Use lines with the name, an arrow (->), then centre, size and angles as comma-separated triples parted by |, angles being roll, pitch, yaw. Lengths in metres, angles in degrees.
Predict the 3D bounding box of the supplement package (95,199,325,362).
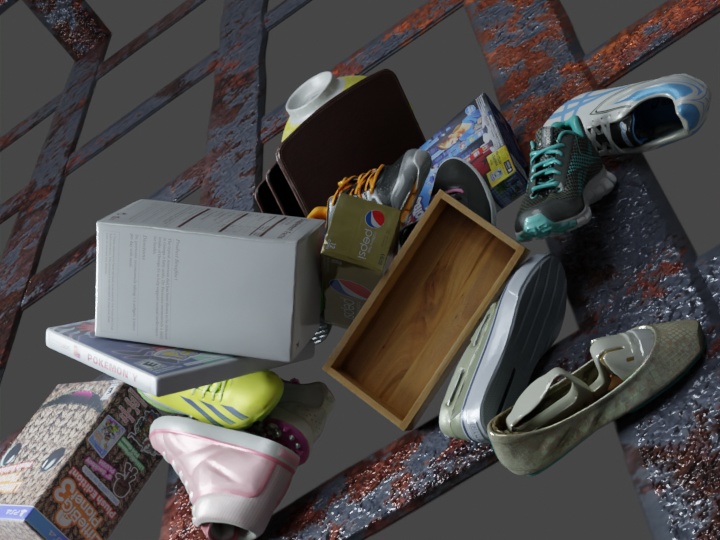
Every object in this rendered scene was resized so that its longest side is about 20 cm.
supplement package -> -0.143, 0.006, 1.300 | 0.198, 0.118, 0.117 | 7, 14, 10

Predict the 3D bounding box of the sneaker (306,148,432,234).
sneaker -> 0.007, -0.069, 1.397 | 0.200, 0.077, 0.079 | -46, 12, 48

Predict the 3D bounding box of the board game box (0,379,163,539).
board game box -> -0.331, 0.232, 1.521 | 0.159, 0.097, 0.201 | -10, 38, 46

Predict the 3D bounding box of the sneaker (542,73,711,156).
sneaker -> 0.258, -0.147, 1.362 | 0.199, 0.072, 0.072 | -15, 19, 40

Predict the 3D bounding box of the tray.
tray -> 0.061, 0.037, 1.245 | 0.201, 0.098, 0.037 | -56, -16, 5

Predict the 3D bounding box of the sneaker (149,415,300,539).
sneaker -> -0.152, 0.207, 1.310 | 0.199, 0.075, 0.105 | 6, 68, 43

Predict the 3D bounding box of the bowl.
bowl -> -0.038, -0.203, 1.812 | 0.199, 0.108, 0.201 | -31, 26, 17

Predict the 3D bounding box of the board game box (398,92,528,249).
board game box -> 0.089, -0.082, 1.499 | 0.199, 0.062, 0.201 | -35, 28, 15

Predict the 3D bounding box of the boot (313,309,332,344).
boot -> -0.086, 0.040, 1.555 | 0.199, 0.070, 0.132 | -10, 32, 34

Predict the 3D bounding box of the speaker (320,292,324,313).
speaker -> -0.109, 0.003, 1.465 | 0.088, 0.089, 0.200 | -44, 28, -9

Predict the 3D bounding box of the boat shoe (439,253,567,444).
boat shoe -> 0.126, 0.065, 1.204 | 0.062, 0.072, 0.201 | -4, 45, 43

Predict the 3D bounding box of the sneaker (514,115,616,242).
sneaker -> 0.184, -0.091, 1.290 | 0.077, 0.092, 0.200 | -16, 14, 26

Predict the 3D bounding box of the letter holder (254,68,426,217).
letter holder -> -0.032, -0.140, 1.612 | 0.200, 0.143, 0.100 | -39, 25, -29

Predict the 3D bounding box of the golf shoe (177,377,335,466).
golf shoe -> -0.106, 0.152, 1.391 | 0.199, 0.076, 0.092 | 1, 38, 43

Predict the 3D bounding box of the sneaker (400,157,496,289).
sneaker -> 0.084, -0.046, 1.333 | 0.070, 0.099, 0.202 | -18, 55, 27

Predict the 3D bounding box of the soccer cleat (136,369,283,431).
soccer cleat -> -0.159, 0.112, 1.333 | 0.199, 0.084, 0.065 | 1, 52, 44

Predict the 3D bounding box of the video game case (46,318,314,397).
video game case -> -0.176, 0.071, 1.321 | 0.181, 0.023, 0.199 | 17, 20, 41

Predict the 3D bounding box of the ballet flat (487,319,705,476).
ballet flat -> 0.190, 0.093, 1.085 | 0.199, 0.062, 0.068 | -38, 26, 3

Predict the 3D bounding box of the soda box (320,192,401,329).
soda box -> 0.000, 0.000, 1.341 | 0.200, 0.063, 0.068 | 89, -162, -68
